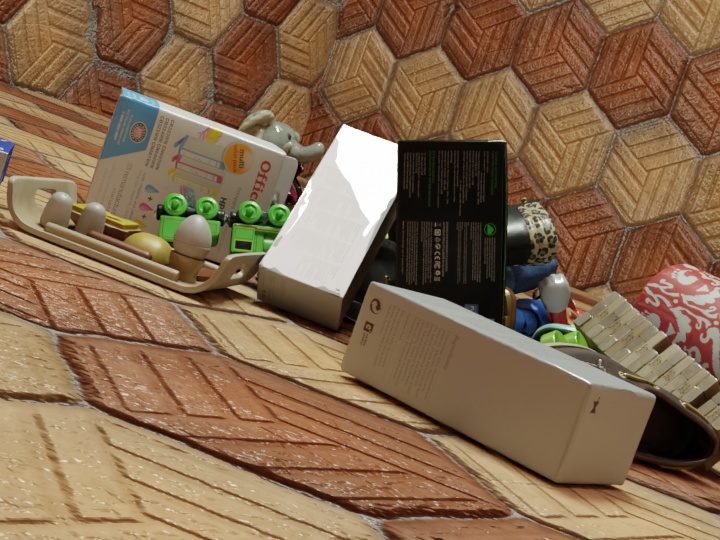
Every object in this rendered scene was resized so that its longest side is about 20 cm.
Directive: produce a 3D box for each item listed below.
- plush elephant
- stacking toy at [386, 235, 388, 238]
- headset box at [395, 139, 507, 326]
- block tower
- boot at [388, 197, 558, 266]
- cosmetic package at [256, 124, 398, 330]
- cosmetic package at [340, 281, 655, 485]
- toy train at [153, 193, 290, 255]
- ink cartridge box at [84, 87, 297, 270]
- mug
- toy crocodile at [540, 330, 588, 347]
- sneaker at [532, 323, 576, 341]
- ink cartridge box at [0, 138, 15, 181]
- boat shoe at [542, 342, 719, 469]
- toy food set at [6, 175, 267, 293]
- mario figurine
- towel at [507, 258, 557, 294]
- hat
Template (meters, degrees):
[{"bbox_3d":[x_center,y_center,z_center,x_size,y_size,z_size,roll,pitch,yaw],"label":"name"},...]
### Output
[{"bbox_3d":[-0.120,-0.150,2.079,0.198,0.157,0.164,23,6,23],"label":"plush elephant"},{"bbox_3d":[0.039,-0.005,1.592,0.115,0.111,0.199,4,5,38],"label":"stacking toy"},{"bbox_3d":[0.081,-0.016,1.207,0.091,0.177,0.200,1,-2,6],"label":"headset box"},{"bbox_3d":[0.268,0.096,1.247,0.200,0.054,0.058,46,-12,48],"label":"block tower"},{"bbox_3d":[0.113,-0.044,1.491,0.149,0.074,0.200,-6,16,-12],"label":"boot"},{"bbox_3d":[-0.018,-0.042,1.269,0.082,0.051,0.201,20,49,11],"label":"cosmetic package"},{"bbox_3d":[0.095,0.079,0.985,0.199,0.072,0.101,24,6,38],"label":"cosmetic package"},{"bbox_3d":[-0.098,-0.033,1.314,0.197,0.057,0.042,6,-22,-7],"label":"toy train"},{"bbox_3d":[-0.169,-0.090,1.414,0.198,0.130,0.125,18,6,-12],"label":"ink cartridge box"},{"bbox_3d":[0.392,0.082,1.408,0.176,0.135,0.200,2,21,-34],"label":"mug"},{"bbox_3d":[0.163,0.092,1.216,0.067,0.062,0.200,-23,-11,20],"label":"toy crocodile"},{"bbox_3d":[0.278,0.106,1.385,0.199,0.079,0.139,25,7,32],"label":"sneaker"},{"bbox_3d":[-0.425,-0.127,1.287,0.198,0.045,0.094,19,7,-13],"label":"ink cartridge box"},{"bbox_3d":[0.203,0.110,1.101,0.199,0.073,0.059,24,-1,-32],"label":"boat shoe"},{"bbox_3d":[-0.186,-0.037,1.183,0.198,0.061,0.143,21,5,7],"label":"toy food set"},{"bbox_3d":[0.177,0.044,1.502,0.123,0.107,0.199,21,6,39],"label":"mario figurine"},{"bbox_3d":[0.117,0.010,1.535,0.198,0.049,0.111,-10,13,-38],"label":"towel"},{"bbox_3d":[0.000,0.000,1.396,0.198,0.082,0.201,21,6,-2],"label":"hat"}]
